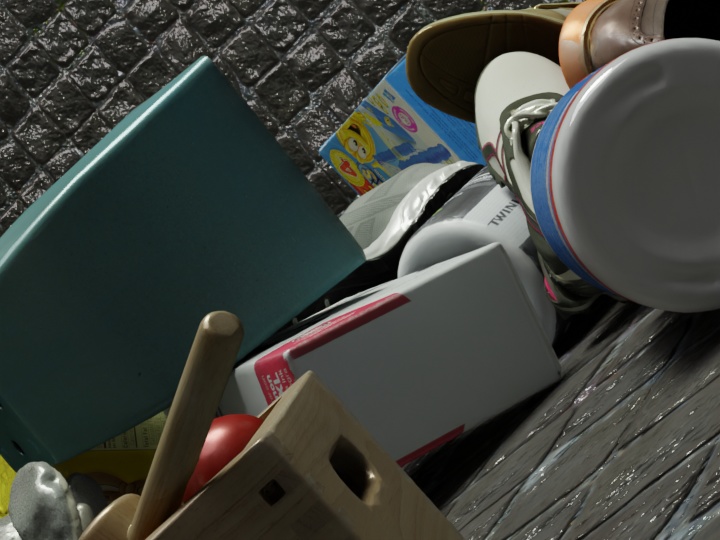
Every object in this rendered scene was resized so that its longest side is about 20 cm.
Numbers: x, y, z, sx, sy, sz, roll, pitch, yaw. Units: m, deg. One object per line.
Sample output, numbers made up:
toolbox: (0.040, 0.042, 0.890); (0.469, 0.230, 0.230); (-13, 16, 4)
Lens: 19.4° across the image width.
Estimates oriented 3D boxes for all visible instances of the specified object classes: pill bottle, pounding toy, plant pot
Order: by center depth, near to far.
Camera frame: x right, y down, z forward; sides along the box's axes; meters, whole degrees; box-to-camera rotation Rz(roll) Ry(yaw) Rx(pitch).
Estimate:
pounding toy: (-0.056, 0.116, 0.796); (0.184, 0.142, 0.200); (-43, 1, 8)
pill bottle: (0.132, -0.041, 0.932); (0.112, 0.112, 0.200); (-42, 2, 1)
plant pot: (-0.131, 0.011, 1.147); (0.200, 0.141, 0.141); (-43, 9, -24)
pill bottle: (0.113, -0.027, 1.274); (0.106, 0.106, 0.200); (-42, 2, 43)

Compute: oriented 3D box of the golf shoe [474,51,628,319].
golf shoe: (0.109, -0.069, 1.155); (0.077, 0.088, 0.200); (-22, 45, 1)

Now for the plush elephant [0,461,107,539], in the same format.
plush elephant: (-0.134, 0.171, 1.075); (0.165, 0.155, 0.200); (-42, 1, 30)

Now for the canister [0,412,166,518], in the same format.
canister: (-0.143, 0.119, 1.279); (0.199, 0.087, 0.148); (2, -19, -32)

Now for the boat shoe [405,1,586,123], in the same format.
boat shoe: (0.123, -0.126, 1.278); (0.066, 0.199, 0.074); (-110, 23, -72)

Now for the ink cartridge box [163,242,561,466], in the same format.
ink cartridge box: (-0.007, 0.064, 1.157); (0.145, 0.084, 0.200); (-27, 3, -27)

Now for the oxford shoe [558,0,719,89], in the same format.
oxford shoe: (0.193, -0.150, 1.185); (0.073, 0.072, 0.200); (-3, 28, 42)

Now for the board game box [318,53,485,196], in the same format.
board game box: (0.076, -0.063, 1.596); (0.056, 0.200, 0.196); (-44, 1, -20)

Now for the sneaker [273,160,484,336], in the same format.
sneaker: (0.000, 0.000, 1.320); (0.200, 0.074, 0.079); (-38, 30, -24)
